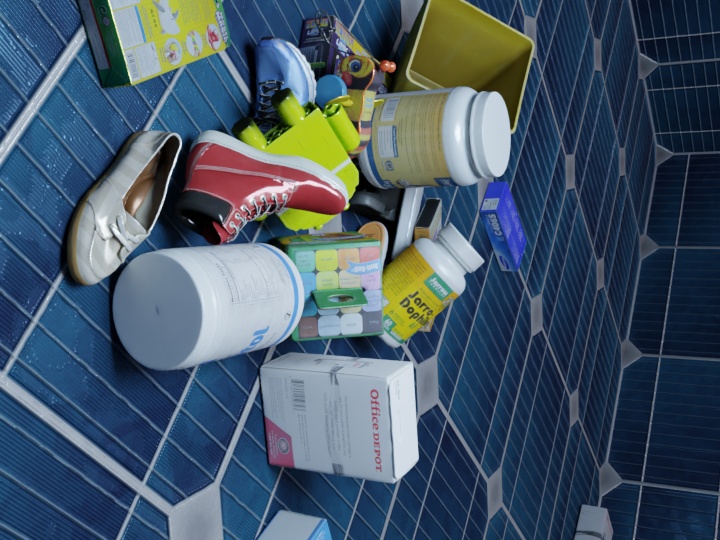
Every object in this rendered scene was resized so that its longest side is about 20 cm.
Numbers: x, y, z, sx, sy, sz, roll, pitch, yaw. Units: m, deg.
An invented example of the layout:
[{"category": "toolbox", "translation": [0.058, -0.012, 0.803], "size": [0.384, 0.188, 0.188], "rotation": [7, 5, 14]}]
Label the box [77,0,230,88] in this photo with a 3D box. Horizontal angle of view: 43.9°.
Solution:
[{"category": "box", "translation": [-0.220, -0.284, 0.992], "size": [0.200, 0.048, 0.117], "rotation": [-40, 126, -51]}]

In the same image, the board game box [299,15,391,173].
[{"category": "board game box", "translation": [-0.027, -0.258, 1.344], "size": [0.200, 0.057, 0.165], "rotation": [32, 61, -58]}]

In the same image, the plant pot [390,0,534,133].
[{"category": "plant pot", "translation": [0.144, -0.309, 1.491], "size": [0.200, 0.176, 0.200], "rotation": [25, 63, -16]}]

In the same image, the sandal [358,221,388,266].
[{"category": "sandal", "translation": [-0.007, 0.000, 1.381], "size": [0.059, 0.079, 0.207], "rotation": [52, 39, -48]}]

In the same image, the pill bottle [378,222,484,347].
[{"category": "pill bottle", "translation": [0.094, 0.020, 1.417], "size": [0.113, 0.200, 0.113], "rotation": [48, 7, -8]}]

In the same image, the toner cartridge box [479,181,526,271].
[{"category": "toner cartridge box", "translation": [0.324, -0.098, 2.023], "size": [0.200, 0.043, 0.095], "rotation": [62, 41, -42]}]

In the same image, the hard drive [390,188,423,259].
[{"category": "hard drive", "translation": [0.086, -0.113, 1.518], "size": [0.132, 0.027, 0.200], "rotation": [10, 91, -84]}]

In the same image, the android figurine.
[{"category": "android figurine", "translation": [-0.079, -0.134, 1.159], "size": [0.182, 0.041, 0.200], "rotation": [-39, 130, -3]}]

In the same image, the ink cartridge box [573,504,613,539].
[{"category": "ink cartridge box", "translation": [0.710, 0.848, 2.748], "size": [0.200, 0.086, 0.147], "rotation": [-63, 143, -36]}]

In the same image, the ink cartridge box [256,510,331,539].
[{"category": "ink cartridge box", "translation": [-0.091, 0.458, 1.227], "size": [0.145, 0.084, 0.200], "rotation": [-48, 132, -51]}]

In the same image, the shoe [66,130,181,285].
[{"category": "shoe", "translation": [-0.246, -0.072, 0.943], "size": [0.070, 0.053, 0.200], "rotation": [56, 44, -47]}]

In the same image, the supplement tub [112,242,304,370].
[{"category": "supplement tub", "translation": [-0.166, 0.036, 1.018], "size": [0.200, 0.132, 0.132], "rotation": [-10, 100, -61]}]

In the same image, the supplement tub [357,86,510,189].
[{"category": "supplement tub", "translation": [0.108, -0.196, 1.328], "size": [0.145, 0.200, 0.145], "rotation": [-3, 93, -62]}]

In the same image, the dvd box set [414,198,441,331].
[{"category": "dvd box set", "translation": [0.122, -0.012, 1.599], "size": [0.146, 0.029, 0.200], "rotation": [-62, 153, -61]}]

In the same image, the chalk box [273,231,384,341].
[{"category": "chalk box", "translation": [-0.041, 0.019, 1.160], "size": [0.200, 0.125, 0.124], "rotation": [-155, -118, -76]}]

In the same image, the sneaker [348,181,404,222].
[{"category": "sneaker", "translation": [0.033, -0.137, 1.457], "size": [0.200, 0.060, 0.104], "rotation": [18, 80, -69]}]

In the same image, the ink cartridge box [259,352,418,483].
[{"category": "ink cartridge box", "translation": [-0.028, 0.196, 1.210], "size": [0.083, 0.200, 0.147], "rotation": [-22, 111, -60]}]

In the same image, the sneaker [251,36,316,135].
[{"category": "sneaker", "translation": [-0.105, -0.205, 1.177], "size": [0.089, 0.078, 0.200], "rotation": [-42, 128, -57]}]

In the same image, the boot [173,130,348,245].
[{"category": "boot", "translation": [-0.114, -0.072, 1.052], "size": [0.072, 0.200, 0.144], "rotation": [122, -21, -48]}]

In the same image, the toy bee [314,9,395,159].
[{"category": "toy bee", "translation": [-0.008, -0.247, 1.207], "size": [0.131, 0.109, 0.200], "rotation": [-48, 132, -51]}]
